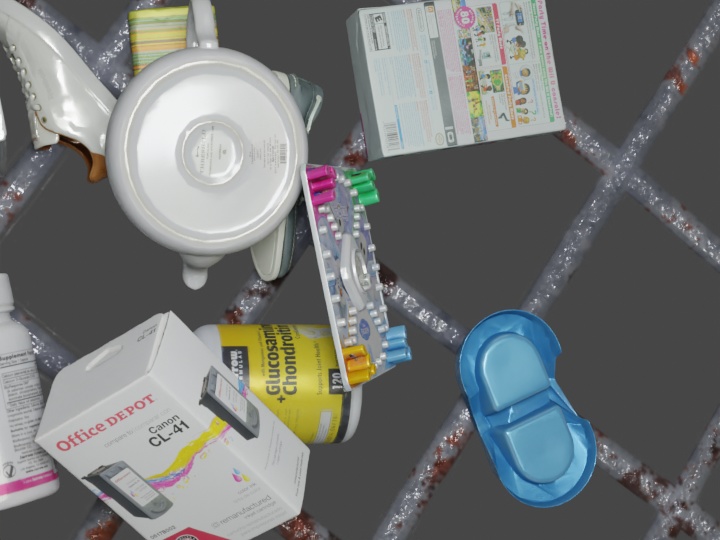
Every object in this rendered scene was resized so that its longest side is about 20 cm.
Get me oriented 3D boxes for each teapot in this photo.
[{"bbox_3d":[-0.146,-0.113,1.296,0.200,0.146,0.197,-46,105,-5],"label":"teapot"}]

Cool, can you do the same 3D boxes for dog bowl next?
[{"bbox_3d":[0.162,0.139,1.430,0.110,0.050,0.202,-23,92,-15],"label":"dog bowl"}]

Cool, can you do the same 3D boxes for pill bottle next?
[{"bbox_3d":[-0.104,0.107,1.328,0.197,0.112,0.114,0,86,-15],"label":"pill bottle"},{"bbox_3d":[-0.342,0.111,1.264,0.112,0.113,0.203,-12,89,-15],"label":"pill bottle"}]

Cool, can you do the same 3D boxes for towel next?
[{"bbox_3d":[-0.175,-0.155,1.377,0.085,0.018,0.203,-5,89,-10],"label":"towel"}]

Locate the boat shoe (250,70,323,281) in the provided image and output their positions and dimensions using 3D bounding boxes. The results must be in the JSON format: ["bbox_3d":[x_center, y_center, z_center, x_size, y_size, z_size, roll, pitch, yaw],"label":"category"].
[{"bbox_3d":[-0.067,-0.090,1.372,0.061,0.073,0.203,5,85,-32],"label":"boat shoe"}]

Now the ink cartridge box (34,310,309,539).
[{"bbox_3d":[-0.161,0.153,1.233,0.147,0.086,0.200,-29,121,26],"label":"ink cartridge box"}]

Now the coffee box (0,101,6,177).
[{"bbox_3d":[-0.420,-0.174,1.215,0.195,0.200,0.203,-12,89,-15],"label":"coffee box"}]

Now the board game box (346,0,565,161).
[{"bbox_3d":[0.096,-0.197,1.426,0.197,0.064,0.150,-9,90,-14],"label":"board game box"}]

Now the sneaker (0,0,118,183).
[{"bbox_3d":[-0.293,-0.166,1.314,0.085,0.073,0.200,-45,99,-15],"label":"sneaker"}]

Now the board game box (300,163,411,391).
[{"bbox_3d":[0.000,0.000,1.323,0.026,0.200,0.203,-11,90,14],"label":"board game box"}]
